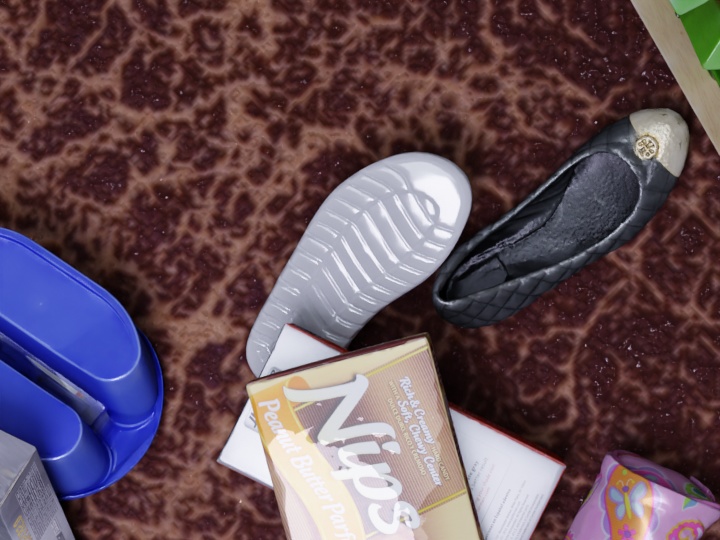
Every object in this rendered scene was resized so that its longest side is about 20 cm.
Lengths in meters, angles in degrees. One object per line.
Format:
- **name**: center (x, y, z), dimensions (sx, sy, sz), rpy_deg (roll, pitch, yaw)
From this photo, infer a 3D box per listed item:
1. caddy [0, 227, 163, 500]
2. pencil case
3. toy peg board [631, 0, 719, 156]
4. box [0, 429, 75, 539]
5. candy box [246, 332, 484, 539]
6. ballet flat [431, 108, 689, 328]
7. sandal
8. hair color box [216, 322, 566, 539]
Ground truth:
- **caddy**: center (-0.226, 0.063, 1.544), dimensions (0.199, 0.105, 0.142), rpy_deg (34, 73, 12)
- **pencil case**: center (0.152, 0.215, 1.449), dimensions (0.087, 0.087, 0.201), rpy_deg (25, 95, 14)
- **toy peg board**: center (0.272, -0.162, 1.370), dimensions (0.198, 0.098, 0.200), rpy_deg (-29, 118, 12)
- **box**: center (-0.270, 0.141, 1.504), dimensions (0.158, 0.200, 0.048), rpy_deg (25, 66, 14)
- **candy box**: center (0.012, 0.149, 1.417), dimensions (0.115, 0.055, 0.201), rpy_deg (-15, 89, 3)
- **ballet flat**: center (0.130, -0.030, 1.474), dimensions (0.200, 0.057, 0.067), rpy_deg (-41, 80, 10)
- **sandal**: center (-0.005, -0.005, 1.512), dimensions (0.082, 0.050, 0.203), rpy_deg (43, 112, -3)
- **hair color box**: center (0.020, 0.121, 1.475), dimensions (0.199, 0.061, 0.102), rpy_deg (27, 91, 2)
